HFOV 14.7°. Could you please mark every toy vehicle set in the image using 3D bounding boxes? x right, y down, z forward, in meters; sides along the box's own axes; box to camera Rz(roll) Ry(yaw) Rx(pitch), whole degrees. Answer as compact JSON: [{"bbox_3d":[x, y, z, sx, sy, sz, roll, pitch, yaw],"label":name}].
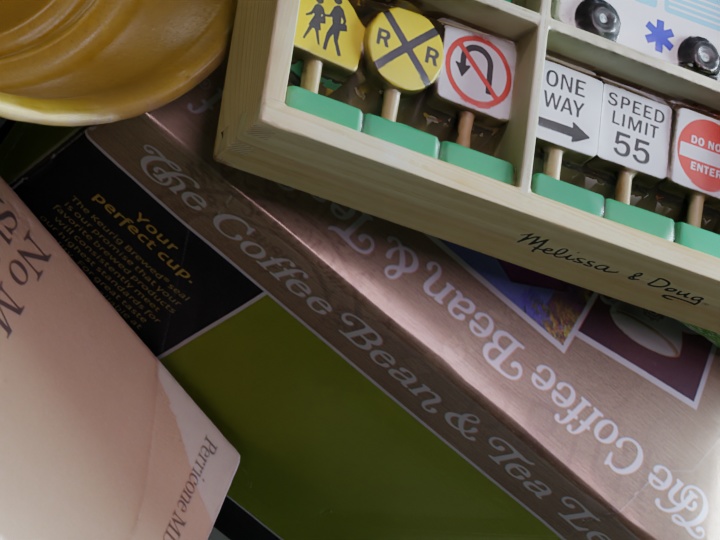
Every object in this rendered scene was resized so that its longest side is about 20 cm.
[{"bbox_3d":[0.066,-0.056,0.678,0.199,0.026,0.125,18,64,-23],"label":"toy vehicle set"}]

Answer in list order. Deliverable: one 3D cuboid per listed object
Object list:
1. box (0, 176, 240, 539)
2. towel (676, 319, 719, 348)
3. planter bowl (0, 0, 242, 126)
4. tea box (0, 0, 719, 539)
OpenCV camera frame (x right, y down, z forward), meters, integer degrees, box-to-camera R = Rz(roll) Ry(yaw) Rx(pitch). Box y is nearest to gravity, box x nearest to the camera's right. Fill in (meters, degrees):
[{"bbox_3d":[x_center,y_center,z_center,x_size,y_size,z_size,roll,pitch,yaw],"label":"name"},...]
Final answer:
[{"bbox_3d":[-0.127,0.019,0.695,0.200,0.077,0.095,50,38,-26],"label":"box"},{"bbox_3d":[0.087,-0.062,0.721,0.199,0.031,0.150,30,57,-20],"label":"towel"},{"bbox_3d":[-0.112,-0.119,0.639,0.200,0.083,0.202,21,62,-44],"label":"planter bowl"},{"bbox_3d":[0.000,0.000,0.784,0.200,0.197,0.134,40,59,-14],"label":"tea box"}]
